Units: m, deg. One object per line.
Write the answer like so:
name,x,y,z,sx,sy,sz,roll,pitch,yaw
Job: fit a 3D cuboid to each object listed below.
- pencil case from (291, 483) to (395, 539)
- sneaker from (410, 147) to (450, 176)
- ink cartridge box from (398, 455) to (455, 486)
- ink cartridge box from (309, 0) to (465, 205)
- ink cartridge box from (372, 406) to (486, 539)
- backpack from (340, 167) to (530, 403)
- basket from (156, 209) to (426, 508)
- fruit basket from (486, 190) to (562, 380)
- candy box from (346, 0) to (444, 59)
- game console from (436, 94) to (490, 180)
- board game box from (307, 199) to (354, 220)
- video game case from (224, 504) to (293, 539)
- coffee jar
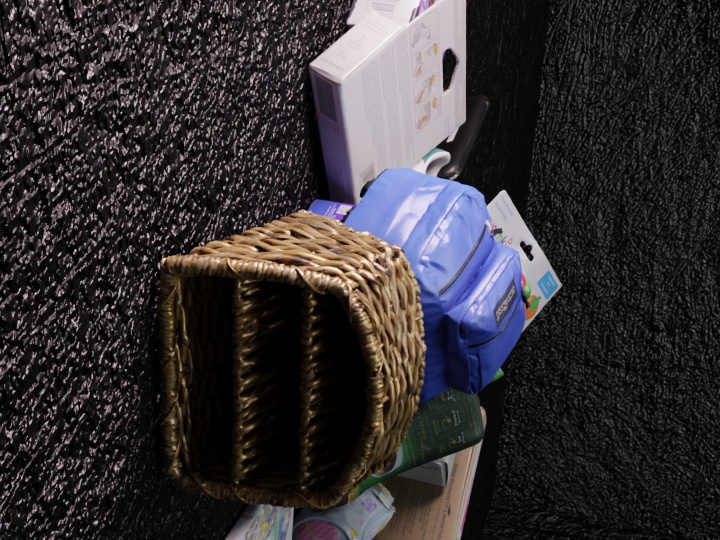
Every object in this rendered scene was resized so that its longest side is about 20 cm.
pencil case,-0.022,0.295,1.350,0.200,0.091,0.083,-17,117,-75
sneaker,0.052,-0.049,1.251,0.070,0.093,0.200,69,25,-65
ink cartridge box,0.064,0.158,1.492,0.083,0.146,0.200,81,24,-57
ink cartridge box,0.033,-0.174,1.170,0.176,0.045,0.200,-43,151,-23
ink cartridge box,0.064,0.266,1.532,0.075,0.164,0.200,72,31,-64
backpack,0.066,0.006,1.105,0.163,0.168,0.200,-58,149,-35
basket,-0.048,0.078,0.856,0.149,0.143,0.200,-23,127,-45
fruit basket,0.134,0.040,1.299,0.200,0.094,0.185,-44,132,-7
candy box,0.054,-0.297,1.258,0.168,0.071,0.200,66,37,-67
game console,0.083,-0.105,1.452,0.117,0.176,0.200,60,31,-25
board game box,-0.053,0.039,1.117,0.200,0.045,0.135,-61,157,-55
video game case,-0.105,0.288,1.149,0.200,0.018,0.143,-53,150,-63
coffee jar,0.019,0.161,1.183,0.085,0.200,0.104,34,-38,61
